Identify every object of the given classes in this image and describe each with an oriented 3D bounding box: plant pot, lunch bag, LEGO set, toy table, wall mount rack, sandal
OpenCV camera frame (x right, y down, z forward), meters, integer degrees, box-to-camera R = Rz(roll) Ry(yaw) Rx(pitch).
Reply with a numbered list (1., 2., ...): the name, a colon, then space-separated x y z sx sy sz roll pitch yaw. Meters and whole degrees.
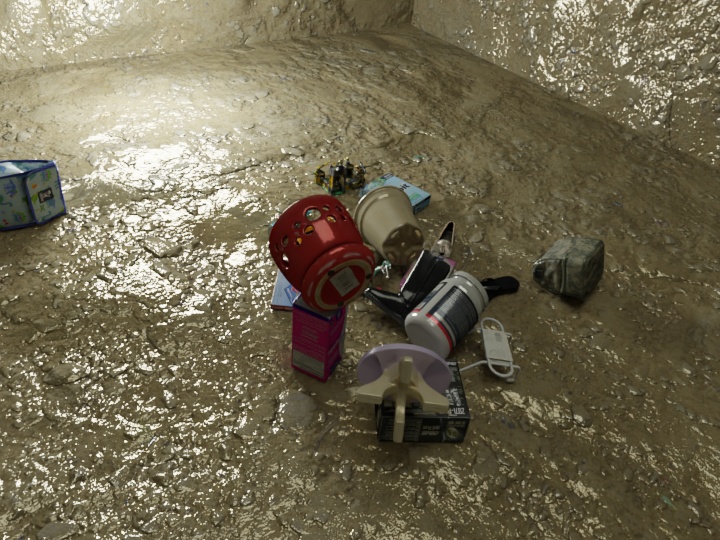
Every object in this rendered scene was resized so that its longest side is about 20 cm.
1. plant pot: -0.079 -0.028 1.213 0.195 0.204 0.184 -14 50 -25
2. lunch bag: 0.621 -0.017 1.687 0.164 0.143 0.198 14 32 37
3. LEGO set: -0.069 -0.364 2.026 0.195 0.118 0.155 -12 41 -23
4. toy table: 0.087 0.231 1.129 0.193 0.189 0.118 -5 22 6
5. wall mount rack: 0.305 0.207 1.411 0.168 0.076 0.203 8 37 -3
6. sandal: 0.380 0.045 1.646 0.195 0.044 0.076 -16 43 -27
7. plant pot: 0.096 -0.117 1.661 0.194 0.206 0.185 -7 34 -17
8. lunch bag: -0.988 -0.229 1.665 0.195 0.174 0.128 -15 42 -29

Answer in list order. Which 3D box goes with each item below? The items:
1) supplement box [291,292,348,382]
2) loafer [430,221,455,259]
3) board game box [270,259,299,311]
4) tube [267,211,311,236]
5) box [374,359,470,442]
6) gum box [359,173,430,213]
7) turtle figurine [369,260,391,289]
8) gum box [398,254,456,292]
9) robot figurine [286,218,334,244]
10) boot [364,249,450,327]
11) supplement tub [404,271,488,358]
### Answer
1. supplement box: -0.097 0.142 1.317 0.101 0.204 0.102 21 40 16
2. loafer: 0.261 -0.084 1.772 0.070 0.064 0.202 15 39 10
3. board game box: -0.188 0.039 1.581 0.099 0.020 0.203 4 38 -1
4. tube: -0.230 -0.160 1.810 0.076 0.051 0.201 24 35 9
5. box: 0.131 0.288 1.262 0.193 0.088 0.166 2 39 -6
6. gum box: 0.122 -0.261 1.989 0.197 0.046 0.169 32 44 27
7. turtle figurine: 0.000 0.000 1.596 0.145 0.104 0.200 7 21 -22
8. gum box: 0.188 0.035 1.608 0.111 0.068 0.201 20 40 15
9. robot figurine: -0.139 -0.099 1.732 0.197 0.060 0.144 -24 47 -34
10. boot: 0.124 0.029 1.495 0.163 0.202 0.066 35 -2 0
11. supplement tub: 0.218 0.112 1.422 0.139 0.143 0.199 33 60 30
